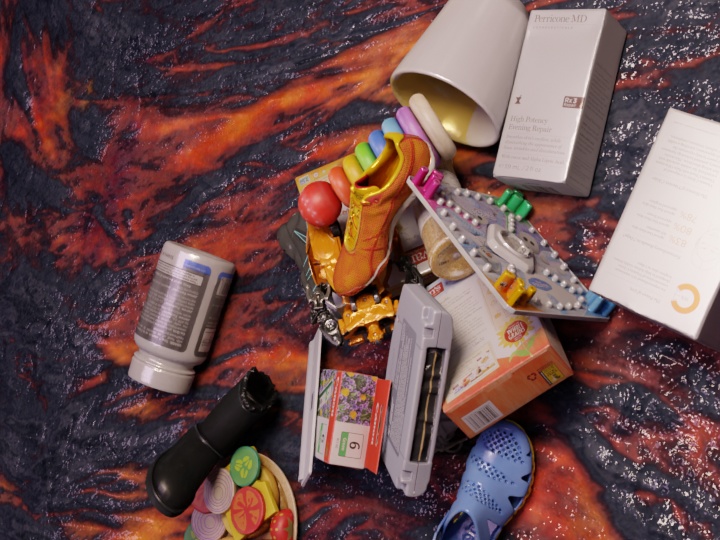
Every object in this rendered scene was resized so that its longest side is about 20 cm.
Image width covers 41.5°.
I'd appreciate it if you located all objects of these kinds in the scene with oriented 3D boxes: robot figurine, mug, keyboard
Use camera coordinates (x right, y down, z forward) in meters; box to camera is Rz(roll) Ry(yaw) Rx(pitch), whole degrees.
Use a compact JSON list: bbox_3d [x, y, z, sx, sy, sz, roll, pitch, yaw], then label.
[{"bbox_3d":[0.000,0.000,1.149,0.142,0.058,0.204,-18,64,7],"label":"robot figurine"},{"bbox_3d":[0.120,-0.262,1.155,0.184,0.149,0.155,21,76,34],"label":"mug"},{"bbox_3d":[-0.062,0.172,1.227,0.056,0.010,0.204,125,153,-56],"label":"keyboard"}]

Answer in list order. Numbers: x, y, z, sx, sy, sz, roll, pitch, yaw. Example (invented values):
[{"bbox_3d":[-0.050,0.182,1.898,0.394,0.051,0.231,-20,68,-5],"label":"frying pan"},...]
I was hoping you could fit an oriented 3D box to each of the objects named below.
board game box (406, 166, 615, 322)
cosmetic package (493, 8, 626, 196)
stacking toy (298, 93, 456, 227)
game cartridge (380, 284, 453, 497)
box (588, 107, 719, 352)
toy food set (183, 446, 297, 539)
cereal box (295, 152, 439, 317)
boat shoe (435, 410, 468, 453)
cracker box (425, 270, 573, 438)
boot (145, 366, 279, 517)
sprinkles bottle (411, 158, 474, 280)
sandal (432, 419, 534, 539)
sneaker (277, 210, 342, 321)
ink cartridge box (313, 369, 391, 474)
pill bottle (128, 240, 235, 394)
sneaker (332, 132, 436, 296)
[{"bbox_3d":[0.166,-0.029,1.025,0.026,0.198,0.201,-53,54,26],"label":"board game box"},{"bbox_3d":[0.230,-0.194,1.099,0.100,0.073,0.205,10,86,38],"label":"cosmetic package"},{"bbox_3d":[0.013,-0.118,1.122,0.198,0.085,0.086,-34,59,8],"label":"stacking toy"},{"bbox_3d":[0.057,0.124,1.038,0.133,0.040,0.205,-134,51,-70],"label":"game cartridge"},{"bbox_3d":[0.339,-0.040,0.960,0.123,0.097,0.203,27,95,38],"label":"box"},{"bbox_3d":[-0.166,0.345,1.290,0.200,0.048,0.200,-42,57,23],"label":"toy food set"},{"bbox_3d":[0.009,-0.057,1.225,0.141,0.040,0.203,-22,63,4],"label":"cereal box"},{"bbox_3d":[0.085,0.183,1.118,0.199,0.074,0.088,-5,76,38],"label":"boat shoe"},{"bbox_3d":[0.141,0.068,1.052,0.133,0.058,0.202,-35,34,17],"label":"cracker box"},{"bbox_3d":[-0.190,0.220,1.257,0.162,0.199,0.073,-43,95,19],"label":"boot"},{"bbox_3d":[0.094,-0.079,1.137,0.068,0.068,0.202,-40,37,23],"label":"sprinkles bottle"},{"bbox_3d":[0.132,0.262,1.049,0.078,0.087,0.204,21,93,25],"label":"sandal"},{"bbox_3d":[-0.045,-0.012,1.267,0.079,0.075,0.201,-45,56,17],"label":"sneaker"},{"bbox_3d":[-0.016,0.177,1.143,0.200,0.049,0.112,159,121,-76],"label":"ink cartridge box"},{"bbox_3d":[-0.265,0.070,1.392,0.112,0.113,0.204,19,91,39],"label":"pill bottle"},{"bbox_3d":[0.009,-0.065,1.068,0.073,0.076,0.203,45,115,50],"label":"sneaker"}]
